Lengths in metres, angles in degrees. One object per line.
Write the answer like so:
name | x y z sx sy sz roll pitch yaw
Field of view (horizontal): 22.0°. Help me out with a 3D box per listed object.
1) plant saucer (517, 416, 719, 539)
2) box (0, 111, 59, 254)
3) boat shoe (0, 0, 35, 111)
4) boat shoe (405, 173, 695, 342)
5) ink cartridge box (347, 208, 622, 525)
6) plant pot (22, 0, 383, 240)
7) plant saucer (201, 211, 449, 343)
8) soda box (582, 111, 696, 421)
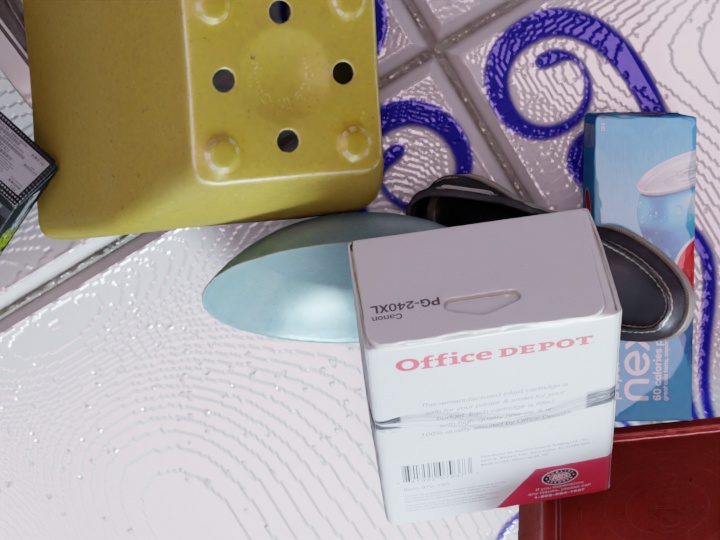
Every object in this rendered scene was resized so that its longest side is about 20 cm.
plant saucer | 0.195 0.158 1.159 0.200 0.200 0.037 -6 124 10
box | -0.297 -0.088 1.165 0.200 0.160 0.044 42 57 -3
boat shoe | -0.209 -0.157 1.198 0.064 0.071 0.200 -36 94 5
boat shoe | 0.115 -0.005 1.174 0.200 0.063 0.073 28 109 29
ink cartridge box | 0.075 0.060 1.111 0.145 0.200 0.083 -8 52 -1
plant pot | -0.080 -0.117 1.108 0.194 0.200 0.196 -6 97 -24
plant saucer | 0.000 0.000 1.167 0.201 0.201 0.039 -2 71 0
soda box | 0.183 -0.004 1.220 0.068 0.064 0.200 0 97 0
